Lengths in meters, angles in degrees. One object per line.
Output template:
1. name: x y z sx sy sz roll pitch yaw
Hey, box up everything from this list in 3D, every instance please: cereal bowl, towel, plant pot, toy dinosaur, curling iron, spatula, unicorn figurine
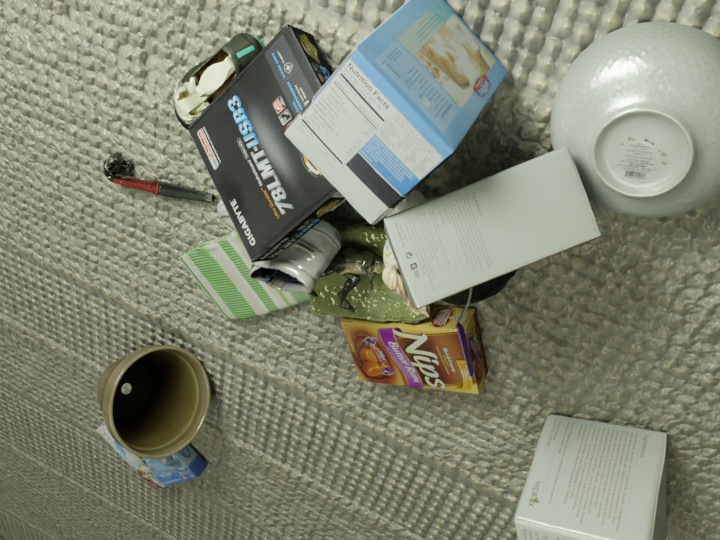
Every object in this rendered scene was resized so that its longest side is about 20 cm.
1. cereal bowl: 0.284 -0.135 0.714 0.197 0.084 0.202 15 131 18
2. towel: 0.000 0.000 1.006 0.197 0.036 0.151 2 115 29
3. plant pot: -0.410 0.236 1.356 0.172 0.200 0.202 1 127 49
4. toy dinosaur: -0.029 0.000 0.961 0.197 0.089 0.047 17 169 26
5. curling iron: -0.312 -0.134 1.097 0.197 0.026 0.050 20 136 15
6. spatula: 0.129 0.026 0.876 0.020 0.056 0.204 0 83 15
7. unicorn figurine: 0.059 -0.055 0.886 0.136 0.202 0.074 24 136 -29
8. towel: -0.184 0.006 1.140 0.198 0.023 0.154 -18 115 37

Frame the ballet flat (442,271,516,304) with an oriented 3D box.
1. ballet flat: 0.164 -0.011 0.917 0.066 0.058 0.200 17 144 -21

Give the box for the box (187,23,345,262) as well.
1. box: -0.097 -0.146 0.859 0.197 0.049 0.202 -34 75 28

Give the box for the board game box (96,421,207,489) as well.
1. board game box: -0.465 0.392 1.597 0.199 0.043 0.200 -26 108 41

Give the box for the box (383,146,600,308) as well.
1. box: 0.131 -0.043 0.768 0.197 0.124 0.099 -21 89 2

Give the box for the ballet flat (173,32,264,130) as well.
1. ballet flat: -0.200 -0.235 0.922 0.199 0.068 0.068 -32 100 42

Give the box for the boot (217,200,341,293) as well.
1. boot: -0.128 -0.035 0.949 0.197 0.096 0.074 16 151 28

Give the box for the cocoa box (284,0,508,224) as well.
1. cocoa box: 0.043 -0.174 0.738 0.133 0.201 0.131 44 134 -8

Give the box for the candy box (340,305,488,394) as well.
1. candy box: 0.078 0.110 1.048 0.197 0.057 0.118 1 125 28

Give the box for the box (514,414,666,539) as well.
1. box: 0.326 0.347 0.993 0.169 0.201 0.201 5 127 29
